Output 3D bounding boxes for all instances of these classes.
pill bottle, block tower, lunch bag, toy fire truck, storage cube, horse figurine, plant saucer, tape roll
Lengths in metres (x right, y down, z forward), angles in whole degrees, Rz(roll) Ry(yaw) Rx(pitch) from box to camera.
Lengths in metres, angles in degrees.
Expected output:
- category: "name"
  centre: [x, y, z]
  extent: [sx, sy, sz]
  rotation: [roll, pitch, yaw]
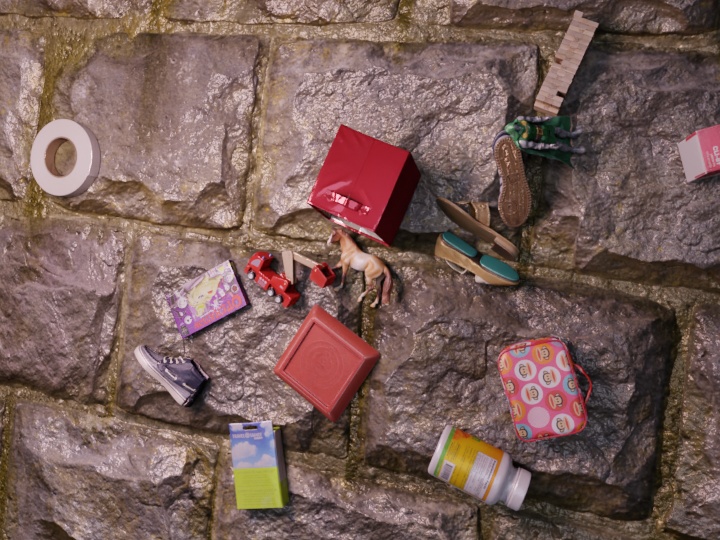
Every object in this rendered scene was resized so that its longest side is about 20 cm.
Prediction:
- category: "pill bottle"
  centre: [0.251, 0.419, 1.313]
  extent: [0.197, 0.111, 0.113]
  rotation: [23, 96, 14]
- category: "block tower"
  centre: [0.429, -0.427, 1.299]
  extent: [0.057, 0.054, 0.203]
  rotation: [24, 96, 14]
- category: "lunch bag"
  centre: [0.386, 0.241, 1.291]
  extent: [0.173, 0.082, 0.204]
  rotation: [-14, 85, 15]
- category: "toy fire truck"
  centre: [-0.167, 0.004, 1.449]
  extent: [0.199, 0.049, 0.142]
  rotation: [39, 115, 14]
- category: "storage cube"
  centre: [0.012, -0.178, 1.346]
  extent: [0.169, 0.200, 0.182]
  rotation: [24, 89, 15]
- category: "horse figurine"
  centre: [0.000, 0.000, 1.421]
  extent: [0.198, 0.050, 0.134]
  rotation: [28, 102, 17]
- category: "plant saucer"
  centre: [-0.087, 0.217, 1.450]
  extent: [0.199, 0.037, 0.201]
  rotation: [36, 99, 13]
- category: "tape roll"
  centre: [-0.782, -0.297, 1.653]
  extent: [0.199, 0.037, 0.207]
  rotation: [0, 89, 16]

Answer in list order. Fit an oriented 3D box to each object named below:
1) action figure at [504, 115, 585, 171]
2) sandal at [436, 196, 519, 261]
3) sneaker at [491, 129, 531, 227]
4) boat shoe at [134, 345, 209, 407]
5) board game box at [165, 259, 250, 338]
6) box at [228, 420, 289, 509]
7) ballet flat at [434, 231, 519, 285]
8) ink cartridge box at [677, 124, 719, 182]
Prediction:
- category: "action figure"
  centre: [0.367, -0.270, 1.253]
  extent: [0.054, 0.197, 0.120]
  rotation: [-26, 66, 58]
- category: "sandal"
  centre: [0.265, -0.112, 1.345]
  extent: [0.211, 0.078, 0.070]
  rotation: [39, 79, 7]
- category: "sneaker"
  centre: [0.320, -0.201, 1.328]
  extent: [0.069, 0.109, 0.203]
  rotation: [-7, 117, 13]
- category: "boat shoe"
  centre: [-0.462, 0.236, 1.545]
  extent: [0.200, 0.075, 0.093]
  rotation: [43, 94, 4]
- category: "board game box"
  centre: [-0.379, 0.072, 1.540]
  extent: [0.198, 0.032, 0.122]
  rotation: [-28, 86, 14]
- category: "box"
  centre: [-0.243, 0.459, 1.486]
  extent: [0.120, 0.048, 0.204]
  rotation: [-8, 87, 15]
- category: "ballet flat"
  centre: [0.249, -0.012, 1.352]
  extent: [0.198, 0.068, 0.064]
  rotation: [34, 126, 16]
- category: "ink cartridge box"
  centre: [0.722, -0.237, 1.165]
  extent: [0.197, 0.145, 0.085]
  rotation: [-14, 86, 15]
